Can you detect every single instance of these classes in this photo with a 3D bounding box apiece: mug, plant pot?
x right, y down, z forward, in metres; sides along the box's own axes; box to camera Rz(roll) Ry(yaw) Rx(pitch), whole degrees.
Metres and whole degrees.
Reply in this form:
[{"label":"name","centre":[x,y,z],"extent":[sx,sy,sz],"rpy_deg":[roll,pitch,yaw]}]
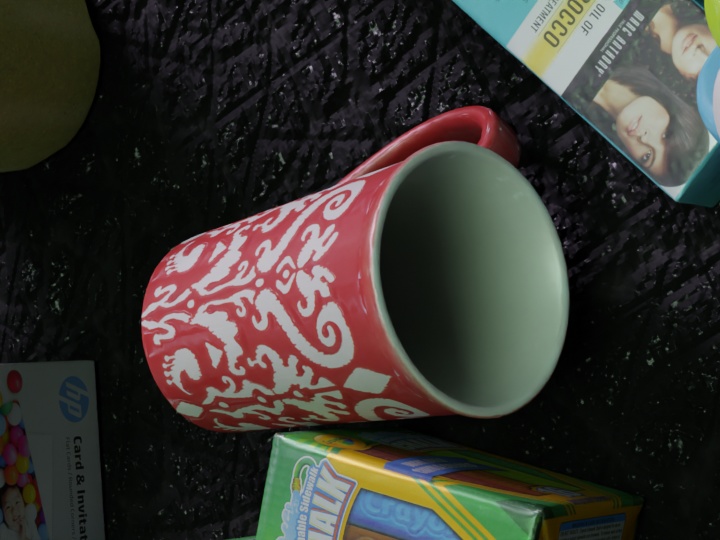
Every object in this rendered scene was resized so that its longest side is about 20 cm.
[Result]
[{"label":"mug","centre":[0.003,0.012,1.122],"extent":[0.199,0.177,0.134],"rpy_deg":[-14,103,46]},{"label":"plant pot","centre":[-0.254,-0.127,1.245],"extent":[0.199,0.184,0.202],"rpy_deg":[-1,87,31]}]

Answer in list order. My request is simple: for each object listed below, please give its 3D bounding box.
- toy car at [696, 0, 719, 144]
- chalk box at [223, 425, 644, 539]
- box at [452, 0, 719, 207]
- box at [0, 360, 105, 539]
[{"label":"toy car","centre":[0.237,-0.076,0.962],"extent":[0.199,0.176,0.150],"rpy_deg":[22,147,-1]},{"label":"chalk box","centre":[0.022,0.150,1.104],"extent":[0.199,0.125,0.125],"rpy_deg":[14,96,30]},{"label":"box","centre":[0.122,-0.126,1.091],"extent":[0.200,0.049,0.082],"rpy_deg":[45,111,25]},{"label":"box","centre":[-0.220,0.131,1.208],"extent":[0.041,0.200,0.157],"rpy_deg":[-6,86,31]}]
